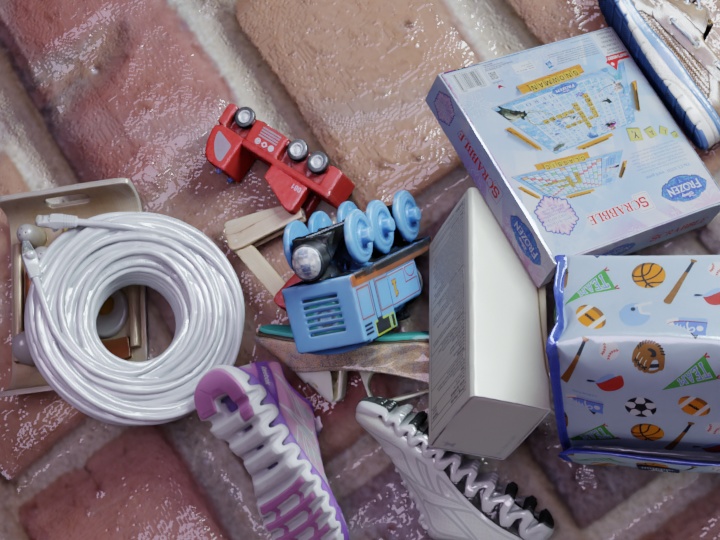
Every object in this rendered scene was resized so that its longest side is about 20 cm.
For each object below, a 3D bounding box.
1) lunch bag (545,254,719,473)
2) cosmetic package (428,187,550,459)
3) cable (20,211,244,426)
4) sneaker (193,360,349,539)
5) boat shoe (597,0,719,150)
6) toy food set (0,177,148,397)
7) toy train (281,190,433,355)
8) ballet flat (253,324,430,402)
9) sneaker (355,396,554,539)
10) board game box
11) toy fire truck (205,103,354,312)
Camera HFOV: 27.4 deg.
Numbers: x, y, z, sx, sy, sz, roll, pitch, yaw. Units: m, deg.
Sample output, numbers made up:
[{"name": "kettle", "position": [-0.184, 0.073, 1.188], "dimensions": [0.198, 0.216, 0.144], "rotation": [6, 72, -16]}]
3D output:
[{"name": "lunch bag", "position": [0.240, 0.094, 1.186], "dimensions": [0.168, 0.201, 0.125], "rotation": [3, 47, 15]}, {"name": "cosmetic package", "position": [0.106, 0.044, 1.245], "dimensions": [0.072, 0.104, 0.202], "rotation": [10, 58, -15]}, {"name": "cable", "position": [-0.206, 0.045, 1.345], "dimensions": [0.197, 0.069, 0.203], "rotation": [-4, 74, -16]}, {"name": "sneaker", "position": [-0.062, 0.162, 1.308], "dimensions": [0.080, 0.088, 0.201], "rotation": [-31, 89, 35]}, {"name": "boat shoe", "position": [0.281, -0.207, 1.325], "dimensions": [0.072, 0.072, 0.201], "rotation": [-31, 80, 0]}, {"name": "toy food set", "position": [-0.282, 0.017, 1.413], "dimensions": [0.142, 0.060, 0.203], "rotation": [-8, 74, 13]}, {"name": "toy train", "position": [0.000, 0.000, 1.279], "dimensions": [0.086, 0.200, 0.116], "rotation": [-9, 97, 26]}, {"name": "ballet flat", "position": [-0.002, 0.086, 1.321], "dimensions": [0.197, 0.068, 0.068], "rotation": [2, 95, 16]}, {"name": "sneaker", "position": [0.068, 0.185, 1.266], "dimensions": [0.199, 0.075, 0.081], "rotation": [39, 102, 12]}, {"name": "board game box", "position": [0.187, -0.104, 1.277], "dimensions": [0.198, 0.041, 0.201], "rotation": [-18, 67, -28]}, {"name": "toy fire truck", "position": [-0.080, -0.053, 1.385], "dimensions": [0.199, 0.049, 0.142], "rotation": [32, 87, 21]}]
